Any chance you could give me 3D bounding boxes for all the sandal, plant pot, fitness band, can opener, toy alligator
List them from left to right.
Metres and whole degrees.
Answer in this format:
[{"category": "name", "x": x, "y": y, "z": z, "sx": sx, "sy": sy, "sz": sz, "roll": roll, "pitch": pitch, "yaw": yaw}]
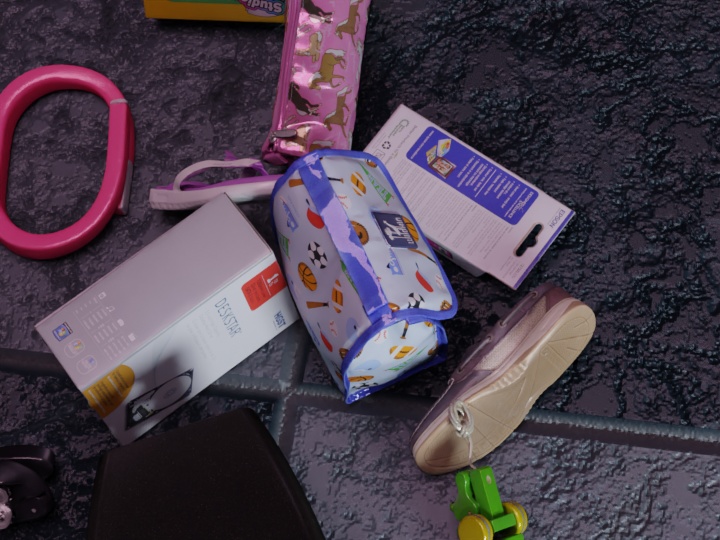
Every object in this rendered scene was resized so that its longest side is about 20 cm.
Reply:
[{"category": "can opener", "x": -0.364, "y": 0.205, "z": 1.672, "sx": 0.199, "sy": 0.079, "sz": 0.064, "roll": -13, "pitch": 104, "yaw": 6}, {"category": "fitness band", "x": -0.288, "y": -0.105, "z": 1.799, "sx": 0.143, "sy": 0.037, "sz": 0.201, "roll": -2, "pitch": 66, "yaw": 8}, {"category": "plant pot", "x": -0.118, "y": 0.232, "z": 1.553, "sx": 0.199, "sy": 0.200, "sz": 0.178, "roll": -17, "pitch": 55, "yaw": 1}, {"category": "sandal", "x": -0.127, "y": -0.081, "z": 1.693, "sx": 0.202, "sy": 0.082, "sz": 0.050, "roll": -3, "pitch": 93, "yaw": 48}, {"category": "toy alligator", "x": 0.100, "y": 0.210, "z": 1.589, "sx": 0.054, "sy": 0.059, "sz": 0.201, "roll": -30, "pitch": 77, "yaw": 41}]

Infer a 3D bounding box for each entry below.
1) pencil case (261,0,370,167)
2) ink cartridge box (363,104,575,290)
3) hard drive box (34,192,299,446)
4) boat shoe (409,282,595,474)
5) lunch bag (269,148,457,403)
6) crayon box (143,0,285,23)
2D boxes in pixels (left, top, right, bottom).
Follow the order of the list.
[{"category": "pencil case", "x": -0.039, "y": -0.190, "z": 1.735, "sx": 0.082, "sy": 0.087, "sz": 0.201, "roll": 9, "pitch": 93, "yaw": 3}, {"category": "ink cartridge box", "x": 0.088, "y": -0.063, "z": 1.728, "sx": 0.200, "sy": 0.037, "sz": 0.095, "roll": 33, "pitch": 74, "yaw": 22}, {"category": "hard drive box", "x": -0.164, "y": 0.045, "z": 1.652, "sx": 0.200, "sy": 0.156, "sz": 0.077, "roll": -37, "pitch": 67, "yaw": -8}, {"category": "boat shoe", "x": 0.115, "y": 0.092, "z": 1.642, "sx": 0.200, "sy": 0.072, "sz": 0.065, "roll": -46, "pitch": 43, "yaw": 1}, {"category": "lunch bag", "x": 0.000, "y": 0.000, "z": 1.613, "sx": 0.123, "sy": 0.200, "sz": 0.171, "roll": -26, "pitch": 73, "yaw": -3}, {"category": "crayon box", "x": -0.111, "y": -0.322, "z": 1.791, "sx": 0.199, "sy": 0.173, "sz": 0.058, "roll": 4, "pitch": 38, "yaw": 10}]
